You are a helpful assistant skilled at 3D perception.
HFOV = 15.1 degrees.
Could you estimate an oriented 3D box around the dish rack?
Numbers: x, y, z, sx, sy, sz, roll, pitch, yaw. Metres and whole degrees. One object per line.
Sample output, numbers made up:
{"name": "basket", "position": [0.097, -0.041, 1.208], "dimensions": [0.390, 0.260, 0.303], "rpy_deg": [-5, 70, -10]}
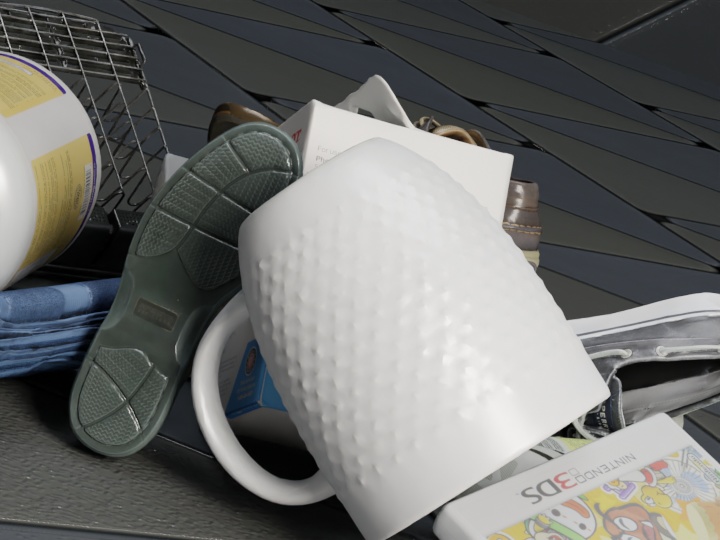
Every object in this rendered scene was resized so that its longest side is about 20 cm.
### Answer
{"name": "dish rack", "position": [-0.196, -0.089, 1.810], "dimensions": [0.153, 0.055, 0.200], "rpy_deg": [8, 51, -39]}

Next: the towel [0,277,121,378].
{"name": "towel", "position": [-0.191, 0.036, 1.502], "dimensions": [0.111, 0.049, 0.200], "rpy_deg": [-8, 0, 30]}

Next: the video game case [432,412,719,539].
{"name": "video game case", "position": [0.162, 0.164, 1.358], "dimensions": [0.182, 0.023, 0.200], "rpy_deg": [-18, 53, -44]}

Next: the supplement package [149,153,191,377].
{"name": "supplement package", "position": [-0.042, 0.015, 1.688], "dimensions": [0.199, 0.110, 0.114], "rpy_deg": [16, 14, -9]}

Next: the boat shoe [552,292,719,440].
{"name": "boat shoe", "position": [0.147, 0.074, 1.670], "dimensions": [0.199, 0.072, 0.068], "rpy_deg": [-14, 38, 1]}

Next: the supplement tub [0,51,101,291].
{"name": "supplement tub", "position": [-0.248, -0.051, 1.612], "dimensions": [0.145, 0.146, 0.200], "rpy_deg": [20, 14, 7]}

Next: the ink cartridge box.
{"name": "ink cartridge box", "position": [0.000, 0.000, 1.543], "dimensions": [0.125, 0.201, 0.129], "rpy_deg": [14, -12, -15]}

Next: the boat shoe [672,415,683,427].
{"name": "boat shoe", "position": [0.160, 0.077, 1.788], "dimensions": [0.071, 0.070, 0.201], "rpy_deg": [19, 16, -11]}

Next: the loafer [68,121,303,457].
{"name": "loafer", "position": [-0.095, 0.008, 1.473], "dimensions": [0.072, 0.200, 0.063], "rpy_deg": [32, 4, 5]}

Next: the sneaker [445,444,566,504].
{"name": "sneaker", "position": [0.078, 0.142, 1.420], "dimensions": [0.115, 0.076, 0.200], "rpy_deg": [10, 18, -37]}

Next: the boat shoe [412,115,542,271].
{"name": "boat shoe", "position": [0.054, -0.058, 1.707], "dimensions": [0.074, 0.074, 0.200], "rpy_deg": [7, 17, -40]}

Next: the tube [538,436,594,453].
{"name": "tube", "position": [0.147, 0.130, 1.620], "dimensions": [0.200, 0.058, 0.052], "rpy_deg": [7, -3, -41]}

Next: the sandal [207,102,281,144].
{"name": "sandal", "position": [-0.075, -0.035, 1.781], "dimensions": [0.082, 0.200, 0.055], "rpy_deg": [23, 56, 2]}

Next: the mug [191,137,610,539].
{"name": "mug", "position": [0.001, 0.042, 1.396], "dimensions": [0.176, 0.200, 0.148], "rpy_deg": [58, 21, 4]}
